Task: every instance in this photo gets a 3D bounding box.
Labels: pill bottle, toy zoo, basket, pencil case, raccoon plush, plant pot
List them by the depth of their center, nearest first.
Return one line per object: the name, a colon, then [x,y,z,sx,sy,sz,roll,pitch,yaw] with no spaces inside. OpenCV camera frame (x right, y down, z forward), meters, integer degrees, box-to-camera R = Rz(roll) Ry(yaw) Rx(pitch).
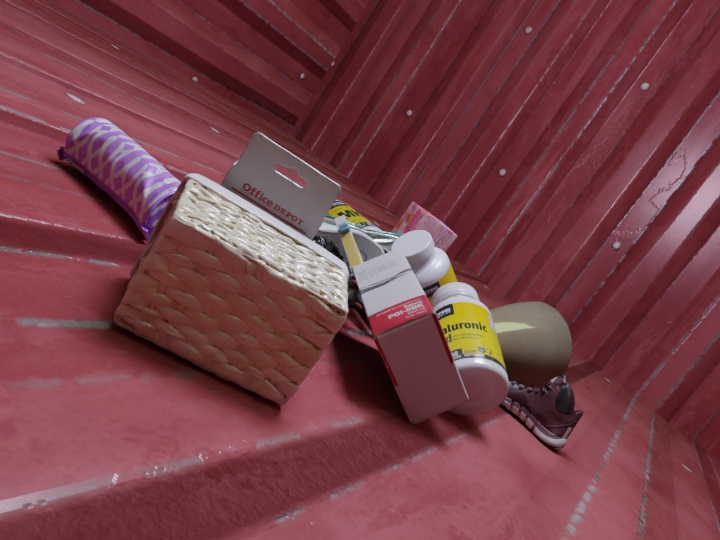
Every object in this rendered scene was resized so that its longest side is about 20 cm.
basket: [-0.119,0.020,0.556,0.199,0.136,0.124,30,14,-18]
pencil case: [-0.307,-0.122,0.741,0.199,0.084,0.085,37,47,20]
raccoon plush: [-0.029,0.020,0.875,0.134,0.097,0.199,47,27,26]
pill bottle: [0.159,0.113,0.880,0.111,0.111,0.201,30,32,-20]
toy zoo: [0.000,0.000,0.919,0.132,0.020,0.201,-110,177,-48]
pill bottle: [0.131,0.025,1.101,0.201,0.111,0.112,63,-6,-32]
plant pot: [0.296,0.149,1.158,0.199,0.188,0.187,9,25,-39]
pill bottle: [-0.043,-0.085,1.241,0.114,0.115,0.200,21,14,-49]

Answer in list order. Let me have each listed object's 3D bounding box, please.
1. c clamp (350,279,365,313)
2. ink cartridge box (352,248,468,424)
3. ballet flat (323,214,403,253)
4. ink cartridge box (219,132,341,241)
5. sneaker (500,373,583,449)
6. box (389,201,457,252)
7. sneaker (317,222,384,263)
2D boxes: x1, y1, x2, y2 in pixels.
c clamp: [-0.006,0.036,1.071,0.171,0.027,0.200,41,12,-21]
ink cartridge box: [0.061,0.079,0.765,0.200,0.082,0.148,-109,176,-64]
ballet flat: [-0.003,-0.058,1.106,0.198,0.070,0.070,15,16,-14]
ink cartridge box: [-0.120,-0.044,0.640,0.115,0.201,0.068,32,12,-14]
sneaker: [0.316,0.216,1.031,0.200,0.116,0.076,40,13,23]
box: [0.105,-0.034,1.239,0.094,0.201,0.103,31,13,-22]
sneaker: [-0.053,-0.061,1.041,0.199,0.074,0.118,18,15,-17]
